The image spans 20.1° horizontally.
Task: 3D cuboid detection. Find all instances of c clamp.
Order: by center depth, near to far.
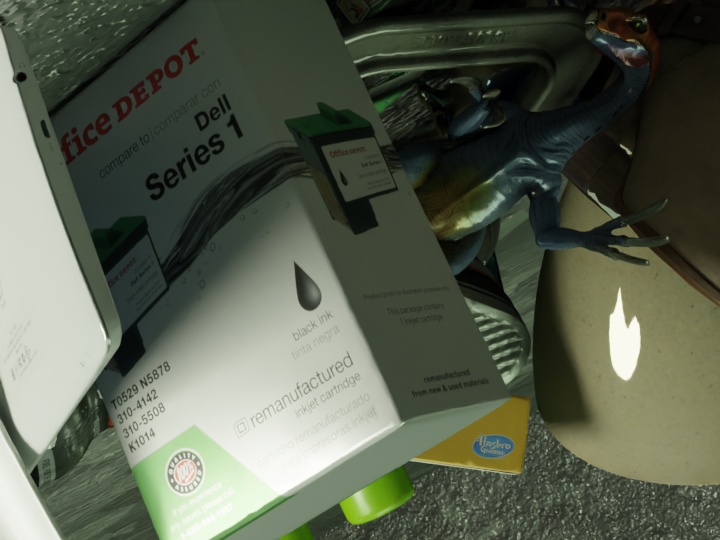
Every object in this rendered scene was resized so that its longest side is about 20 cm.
[{"bbox_3d":[0.034,-0.068,0.974,0.199,0.027,0.171,-3,150,-32],"label":"c clamp"}]

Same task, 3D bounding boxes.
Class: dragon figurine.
[{"bbox_3d":[0.081,-0.096,1.060,0.099,0.059,0.200,-18,161,-1],"label":"dragon figurine"}]

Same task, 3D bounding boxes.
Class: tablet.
[{"bbox_3d":[-0.141,0.001,0.816,0.014,0.131,0.200,-14,165,-25],"label":"tablet"}]

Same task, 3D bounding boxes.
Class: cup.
[{"bbox_3d":[0.178,-0.006,1.073,0.199,0.144,0.201,-11,-148,7],"label":"cup"}]

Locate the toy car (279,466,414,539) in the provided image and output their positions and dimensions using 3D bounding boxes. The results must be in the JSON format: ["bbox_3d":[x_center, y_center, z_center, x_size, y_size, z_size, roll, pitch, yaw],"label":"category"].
[{"bbox_3d":[-0.063,0.118,1.524,0.157,0.165,0.200,-26,-178,-8],"label":"toy car"}]

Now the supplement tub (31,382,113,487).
[{"bbox_3d":[-0.213,0.063,0.953,0.199,0.123,0.123,-23,169,-18],"label":"supplement tub"}]

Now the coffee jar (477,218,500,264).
[{"bbox_3d":[-0.015,-0.006,1.205,0.199,0.086,0.104,-20,162,-32],"label":"coffee jar"}]

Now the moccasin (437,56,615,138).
[{"bbox_3d":[0.133,-0.088,1.150,0.201,0.074,0.078,-25,134,22],"label":"moccasin"}]

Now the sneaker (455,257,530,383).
[{"bbox_3d":[0.000,0.000,1.101,0.200,0.080,0.079,30,108,-32],"label":"sneaker"}]

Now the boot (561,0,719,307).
[{"bbox_3d":[0.182,-0.066,0.948,0.146,0.200,0.070,-47,133,4],"label":"boot"}]

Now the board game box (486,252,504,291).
[{"bbox_3d":[-0.005,0.036,1.295,0.199,0.028,0.135,-13,-160,4],"label":"board game box"}]

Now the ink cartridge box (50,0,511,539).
[{"bbox_3d":[-0.049,0.001,0.858,0.146,0.201,0.084,-35,163,33],"label":"ink cartridge box"}]

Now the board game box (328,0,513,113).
[{"bbox_3d":[-0.013,-0.091,0.982,0.105,0.024,0.200,-17,165,-47],"label":"board game box"}]

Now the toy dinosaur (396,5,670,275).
[{"bbox_3d":[0.051,-0.057,0.944,0.181,0.105,0.200,-38,-154,-21],"label":"toy dinosaur"}]

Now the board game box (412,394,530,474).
[{"bbox_3d":[-0.031,0.072,1.072,0.199,0.041,0.153,9,175,-18],"label":"board game box"}]

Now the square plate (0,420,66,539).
[{"bbox_3d":[-0.239,0.098,0.852,0.197,0.201,0.028,-27,177,0],"label":"square plate"}]

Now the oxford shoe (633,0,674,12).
[{"bbox_3d":[0.226,-0.159,1.119,0.200,0.072,0.071,-34,169,39],"label":"oxford shoe"}]
